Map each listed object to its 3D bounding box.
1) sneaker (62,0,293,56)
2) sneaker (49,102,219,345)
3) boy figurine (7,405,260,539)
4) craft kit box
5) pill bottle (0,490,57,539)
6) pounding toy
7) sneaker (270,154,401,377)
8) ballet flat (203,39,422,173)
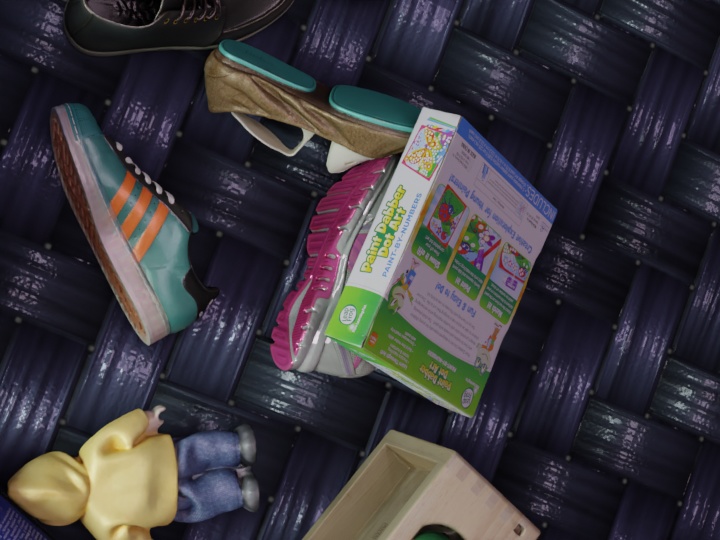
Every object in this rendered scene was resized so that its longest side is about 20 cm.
[{"bbox_3d":[-0.130,-0.213,1.189,0.198,0.106,0.076,-18,96,-17],"label":"sneaker"},{"bbox_3d":[-0.179,-0.047,1.198,0.079,0.071,0.202,-28,104,-21],"label":"sneaker"},{"bbox_3d":[-0.179,0.173,1.198,0.198,0.064,0.126,-6,93,-18],"label":"boy figurine"},{"bbox_3d":[0.072,-0.001,1.235,0.200,0.048,0.199,36,73,-53],"label":"craft kit box"},{"bbox_3d":[-0.279,0.235,1.140,0.200,0.112,0.112,44,78,-13],"label":"pill bottle"},{"bbox_3d":[0.048,0.253,1.203,0.142,0.200,0.185,43,78,-14],"label":"pounding toy"},{"bbox_3d":[0.000,0.000,1.255,0.088,0.081,0.202,24,86,-24],"label":"sneaker"},{"bbox_3d":[-0.037,-0.123,1.232,0.198,0.068,0.073,19,118,-2],"label":"ballet flat"}]
